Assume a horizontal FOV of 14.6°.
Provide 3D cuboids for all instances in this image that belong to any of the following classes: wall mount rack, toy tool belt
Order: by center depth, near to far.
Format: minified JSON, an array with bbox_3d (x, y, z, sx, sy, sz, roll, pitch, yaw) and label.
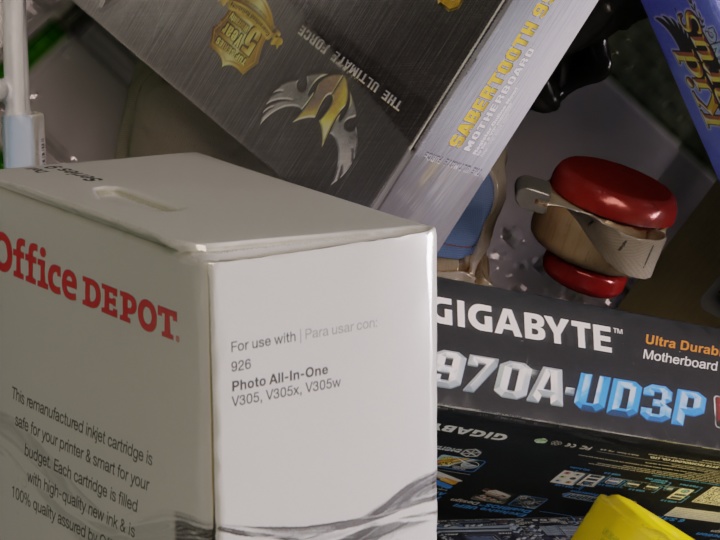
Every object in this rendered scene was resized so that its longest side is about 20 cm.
[{"bbox_3d":[-0.139,0.000,0.900,0.074,0.174,0.201,-2,94,-3],"label":"wall mount rack"},{"bbox_3d":[0.000,0.000,0.995,0.199,0.125,0.123,17,108,-4],"label":"toy tool belt"}]

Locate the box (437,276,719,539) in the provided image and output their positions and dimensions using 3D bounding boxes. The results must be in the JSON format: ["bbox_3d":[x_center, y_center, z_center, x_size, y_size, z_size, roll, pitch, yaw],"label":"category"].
[{"bbox_3d":[0.068,0.065,0.933,0.199,0.159,0.046,10,64,-21],"label":"box"}]

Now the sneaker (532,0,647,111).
[{"bbox_3d":[0.070,-0.141,0.963,0.077,0.200,0.111,-29,63,-37],"label":"sneaker"}]

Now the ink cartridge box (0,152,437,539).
[{"bbox_3d":[-0.047,0.074,0.841,0.084,0.146,0.201,-9,106,-33],"label":"ink cartridge box"}]

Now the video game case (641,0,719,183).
[{"bbox_3d":[0.181,-0.103,0.925,0.181,0.045,0.201,-26,95,-22],"label":"video game case"}]

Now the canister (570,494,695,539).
[{"bbox_3d":[0.081,0.190,0.882,0.148,0.087,0.201,32,92,-14],"label":"canister"}]

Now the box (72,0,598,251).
[{"bbox_3d":[-0.012,-0.124,0.892,0.200,0.048,0.159,41,104,32],"label":"box"}]

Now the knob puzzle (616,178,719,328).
[{"bbox_3d":[0.221,-0.007,1.042,0.218,0.031,0.221,-9,53,12],"label":"knob puzzle"}]
